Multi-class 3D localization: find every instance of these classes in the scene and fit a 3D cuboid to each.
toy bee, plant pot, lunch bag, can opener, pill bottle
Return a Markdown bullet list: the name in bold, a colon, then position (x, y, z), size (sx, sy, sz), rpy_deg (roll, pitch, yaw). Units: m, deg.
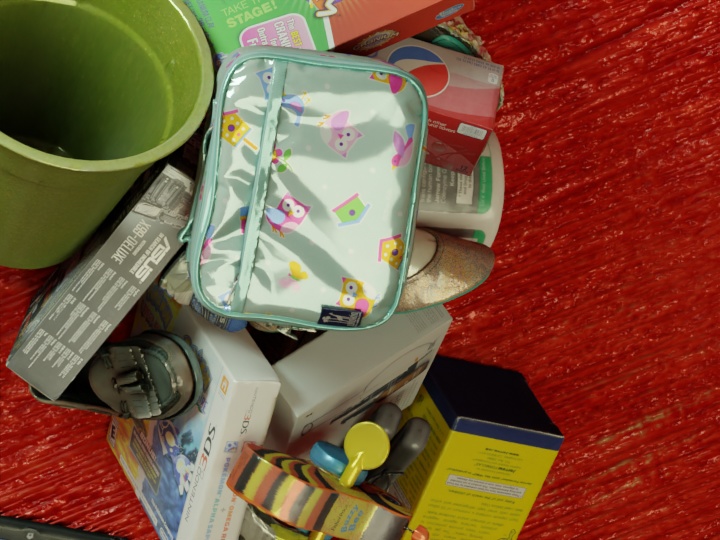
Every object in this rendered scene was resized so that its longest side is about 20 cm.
- **toy bee**: position (-0.002, 0.175, 1.581), size (0.200, 0.109, 0.131), rpy_deg (-12, 124, -44)
- **plant pot**: position (-0.225, -0.100, 1.491), size (0.200, 0.200, 0.190), rpy_deg (3, 146, -21)
- **lunch bag**: position (-0.042, -0.054, 1.456), size (0.160, 0.077, 0.201), rpy_deg (7, 99, -15)
- **can opener**: position (0.008, 0.153, 1.748), size (0.053, 0.067, 0.200), rpy_deg (27, 147, -6)
- **pill bottle**: position (0.003, -0.067, 1.635), size (0.200, 0.113, 0.113), rpy_deg (3, 117, -16)

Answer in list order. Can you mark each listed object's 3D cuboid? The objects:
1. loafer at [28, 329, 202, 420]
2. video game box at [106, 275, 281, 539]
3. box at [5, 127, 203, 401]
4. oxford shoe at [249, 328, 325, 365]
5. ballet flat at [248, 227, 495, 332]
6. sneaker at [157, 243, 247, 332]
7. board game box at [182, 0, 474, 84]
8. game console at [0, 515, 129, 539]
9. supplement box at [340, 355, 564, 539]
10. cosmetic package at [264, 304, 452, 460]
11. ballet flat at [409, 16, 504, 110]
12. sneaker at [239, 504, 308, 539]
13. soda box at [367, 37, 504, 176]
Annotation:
- **loafer**: position (-0.191, 0.088, 1.611), size (0.063, 0.200, 0.072), rpy_deg (-18, 96, -32)
- **video game box**: position (-0.135, 0.111, 1.639), size (0.047, 0.200, 0.183), rpy_deg (4, 117, -29)
- **box**: position (-0.182, -0.013, 1.576), size (0.050, 0.158, 0.200), rpy_deg (38, 102, -12)
- **oxford shoe**: position (-0.043, 0.058, 1.721), size (0.074, 0.071, 0.200), rpy_deg (20, 111, -31)
- **ballet flat**: position (0.000, 0.000, 1.576), size (0.200, 0.068, 0.067), rpy_deg (-15, 132, 9)
- **sneaker**: position (-0.054, -0.037, 1.534), size (0.085, 0.077, 0.200), rpy_deg (44, 90, -10)
- **board game box**: position (-0.038, -0.221, 1.519), size (0.200, 0.153, 0.040), rpy_deg (-25, 163, -5)
- **game console**: position (-0.309, 0.290, 1.785), size (0.200, 0.031, 0.177), rpy_deg (14, 113, -26)
- **supplement box**: position (0.076, 0.190, 1.813), size (0.109, 0.109, 0.200), rpy_deg (13, 114, -25)
- **cosmetic package**: position (-0.014, 0.094, 1.675), size (0.151, 0.052, 0.200), rpy_deg (-30, 164, -19)
- **ballet flat**: position (0.042, -0.193, 1.609), size (0.076, 0.064, 0.200), rpy_deg (-22, 134, 40)
- **sneaker**: position (-0.103, 0.243, 1.803), size (0.200, 0.075, 0.085), rpy_deg (34, 142, -15)
- **soda box**: position (0.003, -0.141, 1.576), size (0.200, 0.070, 0.063), rpy_deg (16, 144, -6)
